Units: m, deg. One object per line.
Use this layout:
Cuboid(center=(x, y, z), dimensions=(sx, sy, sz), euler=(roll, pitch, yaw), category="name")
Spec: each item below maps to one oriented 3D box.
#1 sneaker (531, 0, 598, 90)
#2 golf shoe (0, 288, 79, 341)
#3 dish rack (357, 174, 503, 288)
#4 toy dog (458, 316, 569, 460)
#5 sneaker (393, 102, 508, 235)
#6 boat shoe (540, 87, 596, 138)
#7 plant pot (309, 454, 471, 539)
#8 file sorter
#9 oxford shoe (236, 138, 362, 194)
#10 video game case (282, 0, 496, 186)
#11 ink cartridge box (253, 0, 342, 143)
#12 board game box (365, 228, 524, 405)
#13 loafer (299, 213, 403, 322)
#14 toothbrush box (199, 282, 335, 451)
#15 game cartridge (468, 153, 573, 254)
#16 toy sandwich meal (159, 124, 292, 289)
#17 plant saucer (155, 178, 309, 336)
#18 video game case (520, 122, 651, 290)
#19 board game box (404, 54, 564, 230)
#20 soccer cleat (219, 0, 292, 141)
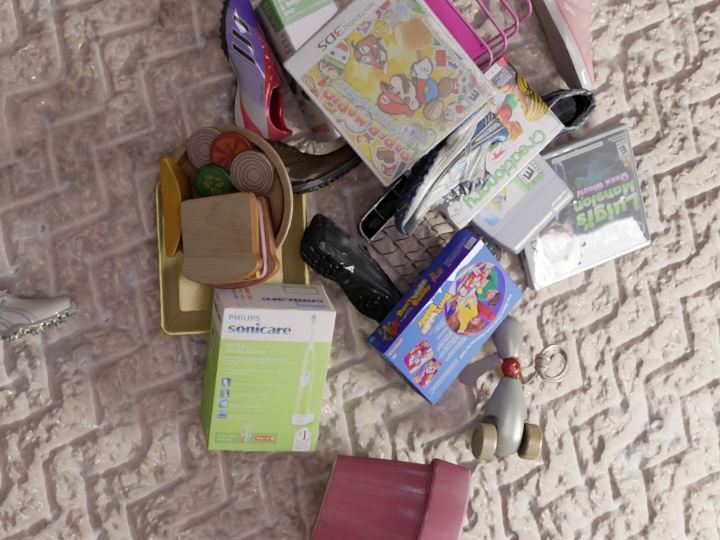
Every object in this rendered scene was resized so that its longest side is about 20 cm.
Cuboid(center=(0.308, -0.353, 1.803), dimensions=(0.104, 0.075, 0.202), euler=(-23, 93, -9), category="sneaker")
Cuboid(center=(-0.452, 0.044, 1.595), dimensions=(0.198, 0.078, 0.099), euler=(-13, 88, -16), category="golf shoe")
Cuboid(center=(0.102, -0.042, 1.760), dimensions=(0.153, 0.054, 0.200), euler=(-45, 102, -10), category="dish rack")
Cuboid(center=(0.197, 0.177, 1.786), dimensions=(0.131, 0.096, 0.202), euler=(28, 69, -12), category="toy dog")
Cuboid(center=(0.120, -0.120, 1.628), dimensions=(0.085, 0.077, 0.201), euler=(36, 85, -12), category="sneaker")
Cuboid(center=(0.228, -0.196, 1.775), dimensions=(0.199, 0.091, 0.071), euler=(-32, 99, -13), category="boat shoe")
Cuboid(center=(0.032, 0.329, 1.686), dimensions=(0.177, 0.200, 0.202), euler=(18, 86, 1), category="plant pot")
Cuboid(center=(0.117, -0.317, 1.680), dimensions=(0.139, 0.125, 0.200), euler=(47, 47, -12), category="file sorter")
Cuboid(center=(-0.089, -0.135, 1.646), dimensions=(0.198, 0.073, 0.085), euler=(-18, 94, -15), category="oxford shoe")
Cuboid(center=(0.036, -0.236, 1.576), dimensions=(0.182, 0.023, 0.200), euler=(-40, 102, 10), category="video game case")
Cuboid(center=(-0.052, -0.270, 1.664), dimensions=(0.084, 0.146, 0.202), euler=(-27, 97, -9), category="ink cartridge box")
Cuboid(center=(0.116, 0.063, 1.735), dimensions=(0.200, 0.045, 0.135), euler=(-49, 130, -7), category="board game box")
Cuboid(center=(0.000, 0.000, 1.713), dimensions=(0.200, 0.068, 0.071), euler=(41, 47, -31), category="loafer")
Cuboid(center=(-0.121, 0.124, 1.648), dimensions=(0.144, 0.086, 0.202), euler=(2, 114, -16), category="toothbrush box")
Cuboid(center=(0.177, -0.127, 1.728), dimensions=(0.133, 0.040, 0.200), euler=(-44, 98, -4), category="game cartridge")
Cuboid(center=(-0.174, -0.077, 1.581), dimensions=(0.203, 0.070, 0.208), euler=(3, 97, 22), category="toy sandwich meal")
Cuboid(center=(-0.169, -0.021, 1.686), dimensions=(0.197, 0.048, 0.203), euler=(-2, 91, -16), category="plant saucer")
Cuboid(center=(0.307, -0.090, 1.816), dimensions=(0.198, 0.023, 0.184), euler=(-21, 108, -15), category="video game case")
Cuboid(center=(0.155, -0.167, 1.688), dimensions=(0.200, 0.035, 0.126), euler=(-44, 97, -7), category="board game box")
Cuboid(center=(-0.132, -0.262, 1.671), dimensions=(0.072, 0.068, 0.203), euler=(-4, 97, 28), category="soccer cleat")
